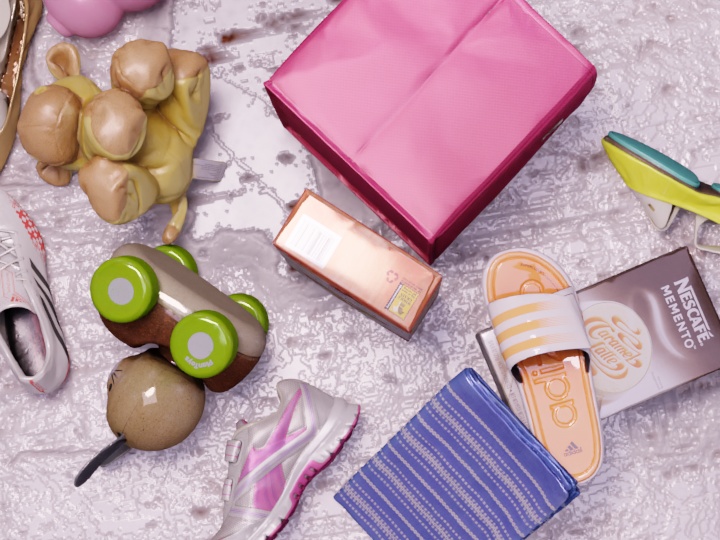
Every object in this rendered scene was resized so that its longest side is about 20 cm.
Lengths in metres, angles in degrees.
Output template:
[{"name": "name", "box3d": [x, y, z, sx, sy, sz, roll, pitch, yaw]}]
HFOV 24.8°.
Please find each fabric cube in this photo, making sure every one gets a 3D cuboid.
[{"name": "fabric cube", "box3d": [0.060, -0.149, 1.418, 0.200, 0.196, 0.199, 43, 87, 4]}]

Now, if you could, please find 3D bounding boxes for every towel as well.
[{"name": "towel", "box3d": [0.080, 0.193, 1.420, 0.145, 0.024, 0.200, 47, 121, 7]}]

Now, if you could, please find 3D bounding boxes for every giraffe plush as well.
[{"name": "giraffe plush", "box3d": [-0.229, -0.127, 1.449, 0.161, 0.200, 0.174, 18, 80, 21]}]

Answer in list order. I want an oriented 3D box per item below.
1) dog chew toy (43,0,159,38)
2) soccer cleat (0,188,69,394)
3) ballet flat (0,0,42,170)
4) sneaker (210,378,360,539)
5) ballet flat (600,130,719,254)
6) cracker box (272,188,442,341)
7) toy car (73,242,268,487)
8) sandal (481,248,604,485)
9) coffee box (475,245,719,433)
[{"name": "dog chew toy", "box3d": [-0.210, -0.293, 1.482, 0.124, 0.125, 0.200, 42, 95, 5]}, {"name": "soccer cleat", "box3d": [-0.312, 0.014, 1.467, 0.068, 0.085, 0.202, -19, 85, 0]}, {"name": "ballet flat", "box3d": [-0.342, -0.179, 1.498, 0.068, 0.063, 0.202, 10, 85, 3]}, {"name": "sneaker", "box3d": [-0.088, 0.180, 1.454, 0.088, 0.081, 0.201, 36, 78, 6]}, {"name": "ballet flat", "box3d": [0.299, -0.058, 1.472, 0.199, 0.067, 0.068, 23, 106, 2]}, {"name": "cracker box", "box3d": [0.000, 0.000, 1.402, 0.133, 0.200, 0.058, 32, 87, 4]}, {"name": "toy car", "box3d": [-0.190, 0.093, 1.430, 0.157, 0.164, 0.201, 33, 99, 4]}, {"name": "sandal", "box3d": [0.163, 0.078, 1.381, 0.079, 0.059, 0.208, -18, 84, 1]}, {"name": "coffee box", "box3d": [0.214, 0.068, 1.450, 0.199, 0.080, 0.115, -24, 85, 0]}]
